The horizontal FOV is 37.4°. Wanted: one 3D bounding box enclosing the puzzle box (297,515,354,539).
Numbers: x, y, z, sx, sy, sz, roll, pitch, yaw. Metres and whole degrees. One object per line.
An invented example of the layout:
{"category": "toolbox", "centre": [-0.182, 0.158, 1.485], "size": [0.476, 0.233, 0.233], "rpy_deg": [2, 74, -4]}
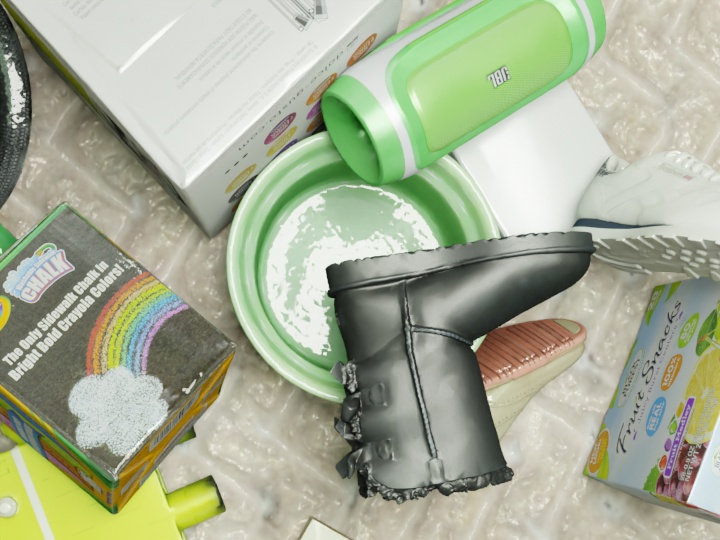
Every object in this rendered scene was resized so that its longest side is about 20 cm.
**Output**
{"category": "puzzle box", "centre": [0.015, 0.295, 0.809], "size": [0.200, 0.025, 0.133], "rpy_deg": [31, 82, -2]}

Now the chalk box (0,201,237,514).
{"category": "chalk box", "centre": [-0.204, 0.050, 0.735], "size": [0.200, 0.124, 0.125], "rpy_deg": [39, 64, 5]}

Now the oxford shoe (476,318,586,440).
{"category": "oxford shoe", "centre": [0.093, 0.103, 0.827], "size": [0.199, 0.071, 0.074], "rpy_deg": [-27, 112, -8]}

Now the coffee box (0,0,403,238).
{"category": "coffee box", "centre": [-0.109, -0.174, 0.757], "size": [0.200, 0.198, 0.200], "rpy_deg": [-44, 86, -8]}

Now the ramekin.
{"category": "ramekin", "centre": [0.000, 0.000, 0.802], "size": [0.199, 0.098, 0.201], "rpy_deg": [1, 84, -6]}

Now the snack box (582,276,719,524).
{"category": "snack box", "centre": [0.247, 0.090, 0.766], "size": [0.067, 0.200, 0.169], "rpy_deg": [23, 81, -3]}

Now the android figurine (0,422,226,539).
{"category": "android figurine", "centre": [-0.208, 0.177, 0.793], "size": [0.199, 0.041, 0.183], "rpy_deg": [-20, 87, -9]}

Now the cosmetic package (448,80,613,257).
{"category": "cosmetic package", "centre": [0.122, -0.092, 0.834], "size": [0.113, 0.081, 0.200], "rpy_deg": [-29, 89, -8]}

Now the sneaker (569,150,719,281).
{"category": "sneaker", "centre": [0.217, -0.042, 0.704], "size": [0.076, 0.200, 0.081], "rpy_deg": [30, 80, -30]}

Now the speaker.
{"category": "speaker", "centre": [0.074, -0.139, 0.741], "size": [0.200, 0.088, 0.089], "rpy_deg": [-33, 88, -17]}

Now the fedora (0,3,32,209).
{"category": "fedora", "centre": [-0.308, -0.122, 0.777], "size": [0.200, 0.092, 0.202], "rpy_deg": [2, 99, 10]}

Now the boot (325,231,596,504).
{"category": "boot", "centre": [0.071, 0.064, 0.717], "size": [0.197, 0.073, 0.163], "rpy_deg": [-9, 83, 0]}
